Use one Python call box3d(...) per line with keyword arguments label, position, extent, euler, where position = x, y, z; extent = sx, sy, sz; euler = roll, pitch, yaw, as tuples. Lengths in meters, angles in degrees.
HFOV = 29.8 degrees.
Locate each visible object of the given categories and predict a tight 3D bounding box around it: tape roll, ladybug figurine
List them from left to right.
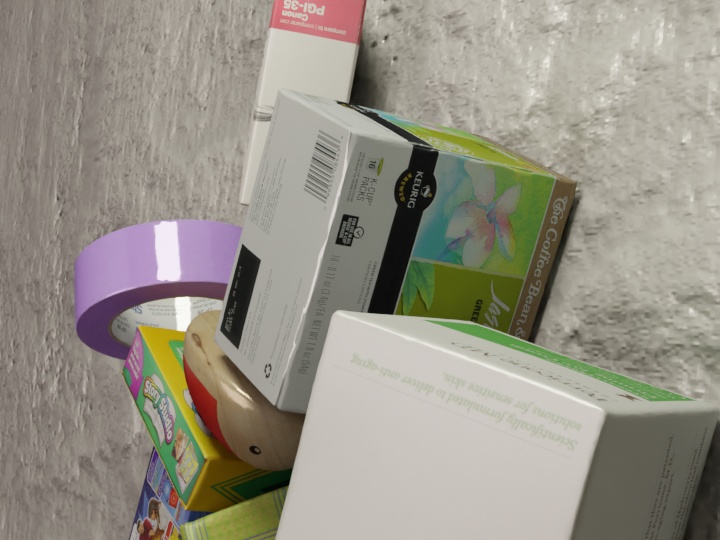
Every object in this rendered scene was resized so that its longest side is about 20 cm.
box3d(label="tape roll", position=(-0.177, 0.024, 1.312), extent=(0.200, 0.198, 0.066), euler=(-39, 52, 48))
box3d(label="ladybug figurine", position=(-0.083, 0.097, 1.083), extent=(0.072, 0.135, 0.200), euler=(-64, 25, 13))

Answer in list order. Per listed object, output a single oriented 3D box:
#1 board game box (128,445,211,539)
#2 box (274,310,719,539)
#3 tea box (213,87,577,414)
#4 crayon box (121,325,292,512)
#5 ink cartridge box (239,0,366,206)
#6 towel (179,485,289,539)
box3d(label="board game box", position=(-0.213, 0.310, 1.460), extent=(0.135, 0.034, 0.202), euler=(37, 114, 57))
box3d(label="box", position=(0.078, 0.147, 0.826), extent=(0.198, 0.171, 0.202), euler=(19, 98, 35))
box3d(label="tea box", position=(0.022, -0.005, 0.991), extent=(0.133, 0.195, 0.202), euler=(36, 114, 56))
box3d(label="crayon box", position=(-0.098, 0.132, 1.181), extent=(0.200, 0.171, 0.059), euler=(51, 125, 51))
box3d(label="ink cartridge box", position=(-0.054, -0.151, 1.220), extent=(0.147, 0.082, 0.202), euler=(-136, 56, -83))
box3d(label="towel", position=(-0.053, 0.276, 1.070), extent=(0.023, 0.142, 0.202), euler=(10, -120, -85))
